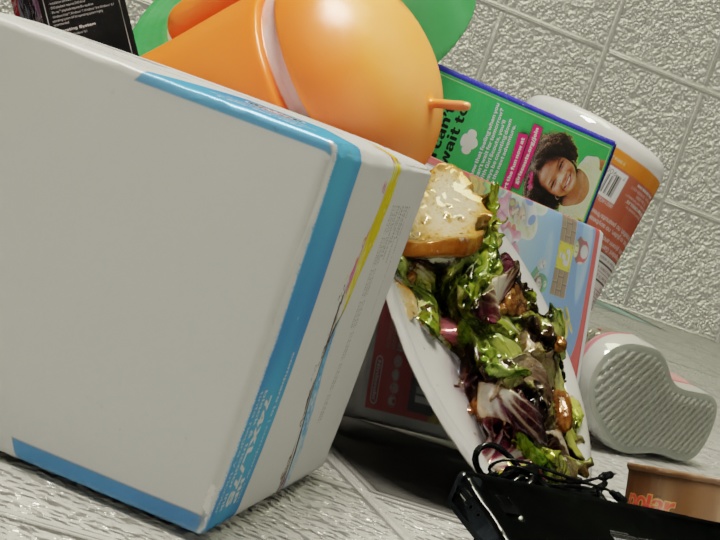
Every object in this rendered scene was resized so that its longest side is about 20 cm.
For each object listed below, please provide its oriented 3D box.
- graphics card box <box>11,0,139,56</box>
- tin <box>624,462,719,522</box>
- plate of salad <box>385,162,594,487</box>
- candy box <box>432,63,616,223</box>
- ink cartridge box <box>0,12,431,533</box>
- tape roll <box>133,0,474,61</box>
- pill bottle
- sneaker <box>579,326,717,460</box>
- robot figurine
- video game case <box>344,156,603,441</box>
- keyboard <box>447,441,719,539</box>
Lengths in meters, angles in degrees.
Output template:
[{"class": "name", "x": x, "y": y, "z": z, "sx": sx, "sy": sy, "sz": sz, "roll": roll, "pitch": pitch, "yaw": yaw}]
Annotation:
[{"class": "graphics card box", "x": -0.152, "y": -0.114, "z": 1.039, "sx": 0.050, "sy": 0.202, "sz": 0.125, "roll": -15, "pitch": 3, "yaw": -15}, {"class": "tin", "x": 0.228, "y": 0.134, "z": 1.024, "sx": 0.198, "sy": 0.042, "sz": 0.112, "roll": 12, "pitch": -1, "yaw": -30}, {"class": "plate of salad", "x": 0.072, "y": 0.031, "z": 0.963, "sx": 0.200, "sy": 0.048, "sz": 0.201, "roll": 46, "pitch": 29, "yaw": -34}, {"class": "candy box", "x": 0.033, "y": -0.093, "z": 1.219, "sx": 0.199, "sy": 0.078, "sz": 0.168, "roll": 16, "pitch": 5, "yaw": -40}, {"class": "ink cartridge box", "x": -0.076, "y": -0.002, "z": 0.758, "sx": 0.145, "sy": 0.147, "sz": 0.200, "roll": 21, "pitch": 5, "yaw": 11}, {"class": "tape roll", "x": -0.035, "y": -0.144, "z": 1.094, "sx": 0.200, "sy": 0.200, "sz": 0.048, "roll": 26, "pitch": -32, "yaw": 53}, {"class": "pill bottle", "x": 0.120, "y": -0.012, "z": 1.337, "sx": 0.111, "sy": 0.201, "sz": 0.112, "roll": 30, "pitch": -1, "yaw": 1}, {"class": "sneaker", "x": 0.174, "y": 0.079, "z": 1.363, "sx": 0.104, "sy": 0.076, "sz": 0.200, "roll": 29, "pitch": 1, "yaw": 34}, {"class": "robot figurine", "x": -0.044, "y": -0.069, "z": 0.912, "sx": 0.117, "sy": 0.199, "sz": 0.144, "roll": 52, "pitch": 25, "yaw": -28}, {"class": "video game case", "x": 0.066, "y": 0.025, "z": 1.062, "sx": 0.017, "sy": 0.145, "sz": 0.199, "roll": 4, "pitch": -9, "yaw": 40}, {"class": "keyboard", "x": 0.110, "y": 0.131, "z": 0.834, "sx": 0.199, "sy": 0.040, "sz": 0.104, "roll": 18, "pitch": 28, "yaw": -43}]
